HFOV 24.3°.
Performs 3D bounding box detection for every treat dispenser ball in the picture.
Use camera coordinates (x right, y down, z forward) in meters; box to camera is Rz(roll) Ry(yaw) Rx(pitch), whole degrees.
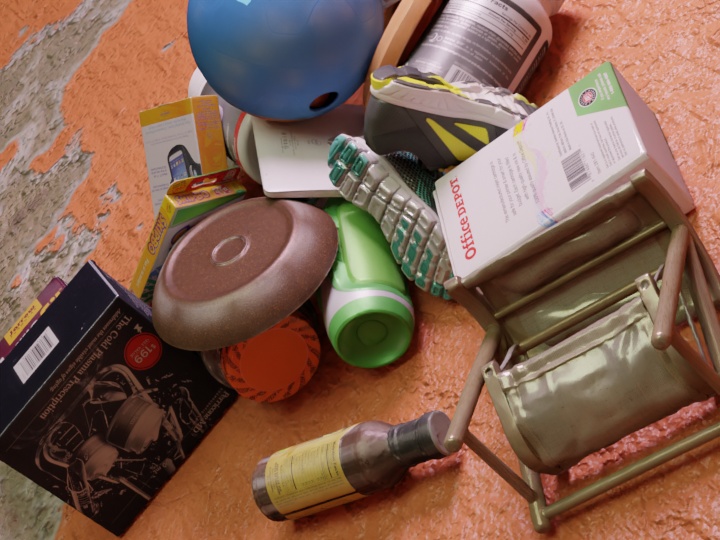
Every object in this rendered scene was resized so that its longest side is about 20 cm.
[{"bbox_3d":[-0.076,-0.251,1.692,0.200,0.201,0.202,-29,38,27],"label":"treat dispenser ball"}]

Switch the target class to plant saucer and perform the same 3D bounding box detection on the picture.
[{"bbox_3d":[-0.117,-0.008,1.585,0.199,0.037,0.201,-19,37,15],"label":"plant saucer"},{"bbox_3d":[0.055,-0.240,1.710,0.201,0.032,0.200,-58,-9,-14],"label":"plant saucer"}]

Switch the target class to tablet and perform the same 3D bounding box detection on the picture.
[{"bbox_3d":[-0.041,-0.124,1.691,0.129,0.014,0.200,-1,31,-8],"label":"tablet"}]

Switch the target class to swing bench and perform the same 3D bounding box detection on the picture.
[{"bbox_3d":[0.180,0.061,1.307,0.198,0.130,0.201,-30,33,27],"label":"swing bench"}]

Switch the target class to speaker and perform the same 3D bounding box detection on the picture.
[{"bbox_3d":[0.000,0.000,1.602,0.088,0.088,0.201,-35,36,20],"label":"speaker"}]

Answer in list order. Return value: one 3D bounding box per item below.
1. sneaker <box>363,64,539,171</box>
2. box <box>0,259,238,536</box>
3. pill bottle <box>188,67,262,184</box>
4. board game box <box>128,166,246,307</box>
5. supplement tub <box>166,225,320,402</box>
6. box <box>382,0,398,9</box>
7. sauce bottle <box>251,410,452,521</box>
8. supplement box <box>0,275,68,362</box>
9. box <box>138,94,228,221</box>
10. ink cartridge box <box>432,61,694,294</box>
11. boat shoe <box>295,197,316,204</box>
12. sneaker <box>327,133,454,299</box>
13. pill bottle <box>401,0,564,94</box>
[{"bbox_3d":[0.093,-0.130,1.555,0.075,0.199,0.085,-102,30,-62],"label":"sneaker"},{"bbox_3d":[-0.258,0.129,1.684,0.200,0.182,0.104,-50,34,0],"label":"box"},{"bbox_3d":[-0.118,-0.175,1.882,0.114,0.114,0.200,-49,33,0],"label":"pill bottle"},{"bbox_3d":[-0.186,-0.023,1.756,0.030,0.095,0.201,46,132,27],"label":"board game box"},{"bbox_3d":[-0.116,0.040,1.662,0.123,0.122,0.200,-46,33,5],"label":"supplement tub"},{"bbox_3d":[0.045,-0.329,1.838,0.137,0.040,0.200,-27,13,31],"label":"box"},{"bbox_3d":[-0.005,0.169,1.465,0.199,0.065,0.065,-21,43,33],"label":"sauce bottle"},{"bbox_3d":[-0.310,0.111,1.831,0.131,0.103,0.200,-51,33,-2],"label":"supplement box"},{"bbox_3d":[-0.189,-0.087,1.858,0.119,0.041,0.201,-5,96,54],"label":"box"},{"bbox_3d":[0.174,-0.066,1.469,0.200,0.084,0.145,-35,36,20],"label":"ink cartridge box"},{"bbox_3d":[-0.065,-0.069,1.766,0.199,0.060,0.076,-32,37,24],"label":"boat shoe"},{"bbox_3d":[0.059,-0.062,1.569,0.200,0.091,0.078,53,141,19],"label":"sneaker"},{"bbox_3d":[0.119,-0.220,1.654,0.116,0.116,0.201,13,66,53],"label":"pill bottle"}]
